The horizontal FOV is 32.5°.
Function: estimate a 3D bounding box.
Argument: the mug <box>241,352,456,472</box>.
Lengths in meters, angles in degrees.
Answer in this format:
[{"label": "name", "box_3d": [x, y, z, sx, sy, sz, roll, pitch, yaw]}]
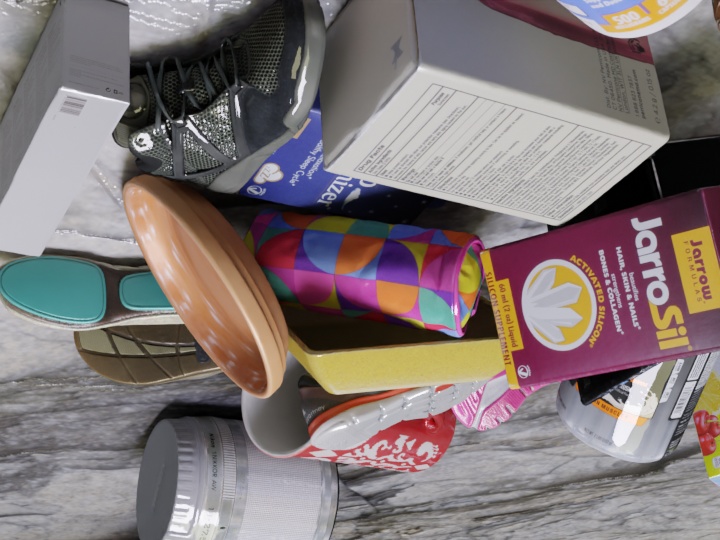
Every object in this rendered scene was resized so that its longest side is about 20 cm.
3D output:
[{"label": "mug", "box_3d": [0.008, 0.146, 1.235, 0.199, 0.177, 0.134, 22, 98, -45]}]

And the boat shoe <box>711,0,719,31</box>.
[{"label": "boat shoe", "box_3d": [0.323, -0.193, 0.784, 0.199, 0.074, 0.076, -24, 145, 29]}]

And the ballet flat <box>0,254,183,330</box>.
[{"label": "ballet flat", "box_3d": [-0.221, 0.027, 1.085, 0.198, 0.068, 0.062, 4, 159, -16]}]

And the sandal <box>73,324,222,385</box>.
[{"label": "sandal", "box_3d": [-0.168, 0.066, 1.164, 0.198, 0.081, 0.054, -3, 172, -13]}]

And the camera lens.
[{"label": "camera lens", "box_3d": [-0.134, 0.249, 1.382, 0.199, 0.161, 0.160, 10, 147, -25]}]

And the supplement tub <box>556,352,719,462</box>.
[{"label": "supplement tub", "box_3d": [0.260, 0.060, 1.108, 0.122, 0.123, 0.201, 5, 120, -17]}]

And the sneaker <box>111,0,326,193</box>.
[{"label": "sneaker", "box_3d": [-0.102, -0.120, 0.836, 0.113, 0.077, 0.199, 5, 154, -31]}]

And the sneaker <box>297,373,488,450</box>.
[{"label": "sneaker", "box_3d": [0.035, 0.088, 1.100, 0.199, 0.082, 0.077, -18, 153, -20]}]

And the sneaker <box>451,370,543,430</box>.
[{"label": "sneaker", "box_3d": [0.173, 0.077, 1.233, 0.199, 0.088, 0.082, -26, 107, 2]}]

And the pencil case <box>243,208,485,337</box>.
[{"label": "pencil case", "box_3d": [0.000, 0.000, 0.984, 0.199, 0.089, 0.088, 9, 156, 23]}]

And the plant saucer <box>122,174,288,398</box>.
[{"label": "plant saucer", "box_3d": [-0.117, 0.008, 0.972, 0.037, 0.200, 0.201, -33, 157, -20]}]

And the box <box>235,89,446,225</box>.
[{"label": "box", "box_3d": [0.006, -0.085, 0.961, 0.199, 0.033, 0.121, 9, 147, -26]}]

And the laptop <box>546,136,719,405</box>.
[{"label": "laptop", "box_3d": [0.263, -0.002, 1.000, 0.103, 0.178, 0.200, 14, 145, -31]}]

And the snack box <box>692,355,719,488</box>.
[{"label": "snack box", "box_3d": [0.388, 0.086, 1.150, 0.168, 0.201, 0.068, -21, 147, 24]}]

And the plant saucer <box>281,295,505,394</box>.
[{"label": "plant saucer", "box_3d": [0.019, 0.053, 1.038, 0.198, 0.049, 0.200, -3, -165, -20]}]

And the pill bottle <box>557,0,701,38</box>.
[{"label": "pill bottle", "box_3d": [0.109, -0.218, 0.669, 0.112, 0.113, 0.199, -28, 144, 34]}]

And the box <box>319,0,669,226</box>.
[{"label": "box", "box_3d": [0.086, -0.121, 0.833, 0.199, 0.110, 0.128, 12, 148, -27]}]

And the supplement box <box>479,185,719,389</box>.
[{"label": "supplement box", "box_3d": [0.196, 0.014, 0.900, 0.085, 0.111, 0.199, -8, 173, -45]}]

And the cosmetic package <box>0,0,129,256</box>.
[{"label": "cosmetic package", "box_3d": [-0.214, -0.095, 0.856, 0.050, 0.083, 0.200, 9, 148, -28]}]
